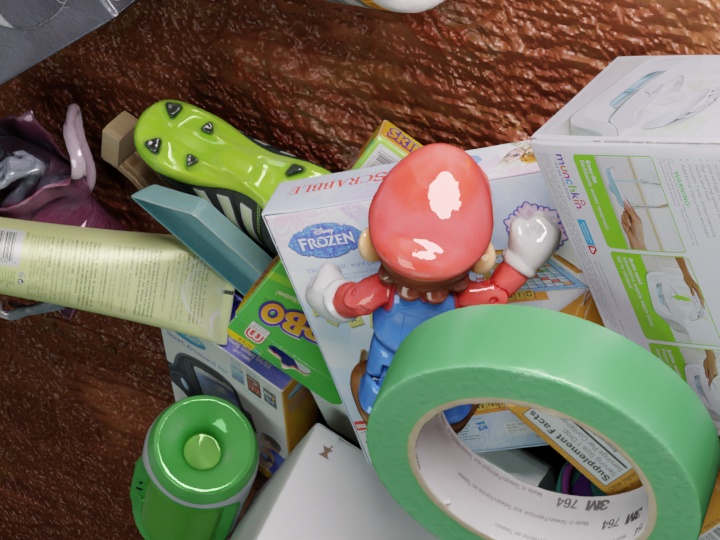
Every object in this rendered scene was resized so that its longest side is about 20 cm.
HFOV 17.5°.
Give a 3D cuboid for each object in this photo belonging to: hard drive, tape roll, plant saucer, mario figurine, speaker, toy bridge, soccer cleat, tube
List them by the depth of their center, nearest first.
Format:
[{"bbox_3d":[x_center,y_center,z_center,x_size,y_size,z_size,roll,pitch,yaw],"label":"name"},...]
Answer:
[{"bbox_3d":[0.103,0.103,1.336,0.199,0.048,0.201,15,143,12],"label":"tape roll"},{"bbox_3d":[0.043,0.000,1.381,0.106,0.123,0.201,50,149,36],"label":"mario figurine"},{"bbox_3d":[-0.062,-0.050,1.565,0.199,0.068,0.081,33,173,7],"label":"soccer cleat"},{"bbox_3d":[-0.071,0.002,1.578,0.070,0.019,0.200,16,161,45],"label":"plant saucer"},{"bbox_3d":[0.051,0.121,1.605,0.199,0.027,0.132,29,162,25],"label":"hard drive"},{"bbox_3d":[-0.184,0.001,1.615,0.199,0.052,0.058,8,143,-2],"label":"tube"},{"bbox_3d":[-0.104,-0.038,1.645,0.199,0.027,0.067,34,145,17],"label":"toy bridge"},{"bbox_3d":[-0.125,0.157,1.743,0.088,0.088,0.200,42,159,7],"label":"speaker"}]

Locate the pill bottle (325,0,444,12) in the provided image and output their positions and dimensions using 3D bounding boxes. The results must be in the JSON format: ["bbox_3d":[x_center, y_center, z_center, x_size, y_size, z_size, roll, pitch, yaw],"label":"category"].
[{"bbox_3d":[-0.035,-0.213,1.313,0.199,0.116,0.117,14,135,38],"label":"pill bottle"}]

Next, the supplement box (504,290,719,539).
[{"bbox_3d":[0.181,0.106,1.401,0.200,0.067,0.069,43,127,-14],"label":"supplement box"}]

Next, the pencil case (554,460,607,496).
[{"bbox_3d":[0.161,0.203,1.551,0.092,0.085,0.201,15,141,5],"label":"pencil case"}]

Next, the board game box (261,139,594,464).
[{"bbox_3d":[0.065,0.022,1.448,0.199,0.041,0.200,-8,121,24],"label":"board game box"}]

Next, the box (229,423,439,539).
[{"bbox_3d":[-0.016,0.219,1.691,0.152,0.107,0.200,31,153,-3],"label":"box"}]

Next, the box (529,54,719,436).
[{"bbox_3d":[0.212,-0.009,1.268,0.176,0.097,0.201,3,127,46],"label":"box"}]

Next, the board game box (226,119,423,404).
[{"bbox_3d":[0.000,0.000,1.497,0.095,0.030,0.200,34,124,-8],"label":"board game box"}]

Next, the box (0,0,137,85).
[{"bbox_3d":[-0.204,-0.215,1.494,0.200,0.115,0.132,-19,111,53],"label":"box"}]

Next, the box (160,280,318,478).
[{"bbox_3d":[-0.087,0.079,1.702,0.119,0.042,0.200,34,158,19],"label":"box"}]

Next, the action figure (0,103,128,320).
[{"bbox_3d":[-0.210,-0.042,1.712,0.148,0.135,0.200,-27,134,20],"label":"action figure"}]
